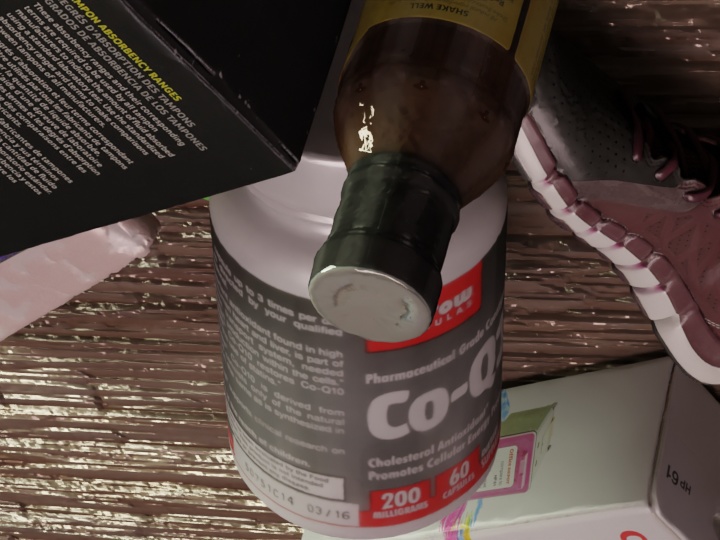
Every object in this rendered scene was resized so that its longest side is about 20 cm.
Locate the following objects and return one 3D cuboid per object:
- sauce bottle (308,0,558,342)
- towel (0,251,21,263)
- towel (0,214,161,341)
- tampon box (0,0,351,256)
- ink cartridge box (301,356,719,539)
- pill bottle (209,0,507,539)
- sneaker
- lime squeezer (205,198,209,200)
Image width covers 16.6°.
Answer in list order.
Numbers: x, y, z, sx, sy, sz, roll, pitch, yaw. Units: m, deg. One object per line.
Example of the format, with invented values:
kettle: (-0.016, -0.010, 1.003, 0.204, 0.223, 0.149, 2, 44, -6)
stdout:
sauce bottle: (0.027, -0.069, 0.810, 0.065, 0.200, 0.065, 13, 145, 9)
towel: (-0.136, -0.019, 0.978, 0.200, 0.144, 0.023, -26, 94, 25)
towel: (-0.217, -0.039, 1.101, 0.200, 0.032, 0.191, 34, 143, -24)
tampon box: (-0.115, -0.106, 0.859, 0.200, 0.150, 0.126, -14, 136, 36)
ink cartridge box: (0.096, 0.126, 1.160, 0.200, 0.085, 0.145, -12, 137, 37)
pill bottle: (0.000, 0.000, 0.952, 0.114, 0.114, 0.200, 9, 136, 10)
sneaker: (0.138, -0.042, 0.933, 0.115, 0.076, 0.200, -22, 135, 25)
lime squeezer: (-0.008, 0.000, 1.065, 0.200, 0.038, 0.071, 33, 140, -26)
